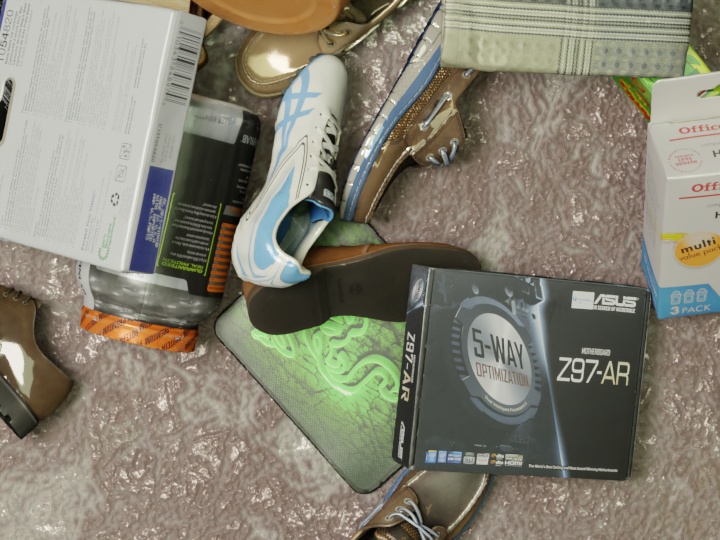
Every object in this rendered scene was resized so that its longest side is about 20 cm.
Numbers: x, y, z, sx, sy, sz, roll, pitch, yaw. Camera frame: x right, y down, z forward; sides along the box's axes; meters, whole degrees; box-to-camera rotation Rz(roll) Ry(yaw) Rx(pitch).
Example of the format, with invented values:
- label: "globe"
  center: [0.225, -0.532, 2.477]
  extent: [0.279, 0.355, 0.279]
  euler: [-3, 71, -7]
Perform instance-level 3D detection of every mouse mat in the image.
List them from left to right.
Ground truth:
- label: "mouse mat"
  center: [-0.005, 0.067, 1.329]
  extent: [0.161, 0.008, 0.200]
  euler: [-42, 90, 2]

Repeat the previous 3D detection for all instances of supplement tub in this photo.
- label: "supplement tub"
  center: [-0.158, -0.042, 1.270]
  extent: [0.121, 0.123, 0.202]
  euler: [14, 91, 0]

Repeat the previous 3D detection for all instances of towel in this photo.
- label: "towel"
  center: [0.158, -0.245, 1.207]
  extent: [0.198, 0.035, 0.194]
  euler: [4, 94, -2]

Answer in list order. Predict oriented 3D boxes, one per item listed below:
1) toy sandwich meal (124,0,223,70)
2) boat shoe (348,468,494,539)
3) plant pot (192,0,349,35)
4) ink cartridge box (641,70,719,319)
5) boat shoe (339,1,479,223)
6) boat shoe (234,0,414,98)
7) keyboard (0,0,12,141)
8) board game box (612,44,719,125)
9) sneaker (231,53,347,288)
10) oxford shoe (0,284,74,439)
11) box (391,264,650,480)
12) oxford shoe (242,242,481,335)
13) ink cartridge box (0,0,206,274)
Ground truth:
- label: "toy sandwich meal"
  center: [-0.187, -0.257, 1.289]
  extent: [0.203, 0.070, 0.207]
  euler: [0, 92, 1]
- label: "boat shoe"
  center: [0.036, 0.221, 1.300]
  extent: [0.072, 0.072, 0.200]
  euler: [43, 92, 0]
- label: "plant pot"
  center: [-0.064, -0.274, 1.204]
  extent: [0.198, 0.200, 0.141]
  euler: [15, 71, 0]
- label: "ink cartridge box"
  center: [0.284, -0.058, 1.232]
  extent: [0.114, 0.068, 0.201]
  euler: [-7, 136, 1]
- label: "boat shoe"
  center: [0.051, -0.120, 1.283]
  extent: [0.072, 0.072, 0.201]
  euler: [29, 92, -2]
- label: "boat shoe"
  center: [-0.020, -0.215, 1.291]
  extent: [0.199, 0.065, 0.071]
  euler: [-37, 91, 2]
- label: "keyboard"
  center: [-0.280, -0.162, 1.320]
  extent: [0.104, 0.040, 0.201]
  euler: [-36, 92, 25]
- label: "board game box"
  center: [0.202, -0.205, 1.270]
  extent: [0.048, 0.102, 0.200]
  euler: [-39, 91, 2]
- label: "sneaker"
  center: [-0.040, -0.078, 1.247]
  extent: [0.072, 0.072, 0.201]
  euler: [7, 69, 26]
- label: "oxford shoe"
  center: [-0.312, 0.036, 1.310]
  extent: [0.084, 0.073, 0.200]
  euler: [-39, 93, -15]
- label: "box"
  center: [0.131, 0.083, 1.279]
  extent: [0.198, 0.043, 0.162]
  euler: [6, 92, -19]
- label: "oxford shoe"
  center: [0.000, 0.000, 1.294]
  extent: [0.198, 0.071, 0.072]
  euler: [-5, 121, -13]
- label: "ink cartridge box"
  center: [-0.217, -0.111, 1.222]
  extent: [0.199, 0.040, 0.201]
  euler: [15, 94, 38]
